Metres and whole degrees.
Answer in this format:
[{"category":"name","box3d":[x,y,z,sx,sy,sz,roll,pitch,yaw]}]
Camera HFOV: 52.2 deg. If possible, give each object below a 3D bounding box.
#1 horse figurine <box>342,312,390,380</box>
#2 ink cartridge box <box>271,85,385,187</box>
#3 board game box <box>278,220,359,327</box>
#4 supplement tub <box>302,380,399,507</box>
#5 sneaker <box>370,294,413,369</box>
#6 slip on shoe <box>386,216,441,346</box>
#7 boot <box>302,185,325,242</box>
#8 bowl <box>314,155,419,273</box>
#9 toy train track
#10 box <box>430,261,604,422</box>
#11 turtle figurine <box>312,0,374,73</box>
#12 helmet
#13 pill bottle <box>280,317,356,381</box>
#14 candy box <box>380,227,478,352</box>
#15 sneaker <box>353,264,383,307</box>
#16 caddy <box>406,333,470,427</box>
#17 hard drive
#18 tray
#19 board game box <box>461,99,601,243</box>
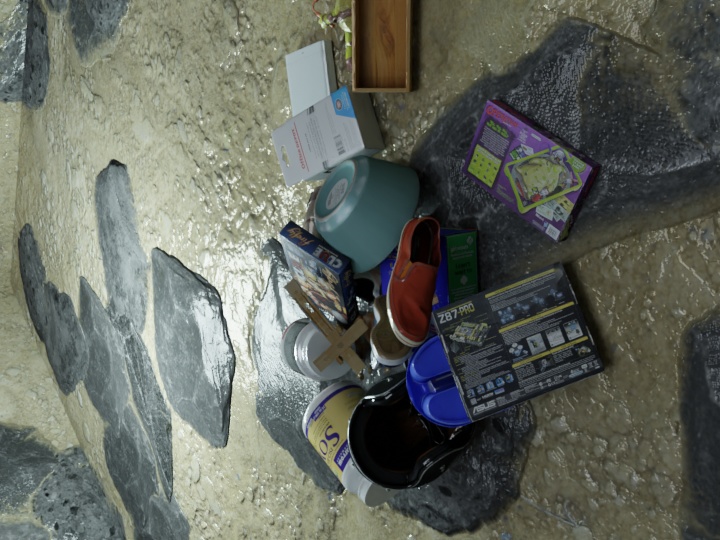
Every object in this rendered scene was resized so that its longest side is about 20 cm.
[{"category":"horse figurine","box3d":[0.015,0.128,1.360,0.200,0.049,0.135,144,127,-66]},{"category":"ink cartridge box","box3d":[-0.062,-0.238,1.333,0.198,0.066,0.118,-20,85,38]},{"category":"board game box","box3d":[-0.070,0.010,1.295,0.134,0.035,0.201,33,158,21]},{"category":"supplement tub","box3d":[-0.003,0.322,1.376,0.200,0.144,0.147,44,130,36]},{"category":"sneaker","box3d":[0.048,0.126,1.149,0.201,0.068,0.111,-88,0,-68]},{"category":"slip on shoe","box3d":[0.083,0.011,1.082,0.061,0.073,0.204,142,141,-63]},{"category":"boot","box3d":[-0.084,-0.076,1.428,0.200,0.069,0.149,136,144,-78]},{"category":"bowl","box3d":[-0.004,-0.110,1.224,0.200,0.104,0.203,-40,33,33]},{"category":"toy train track","box3d":[-0.062,0.097,1.297,0.201,0.114,0.033,50,-179,-4]},{"category":"box","box3d":[0.215,0.099,1.024,0.049,0.197,0.164,57,-168,-81]},{"category":"turtle figurine","box3d":[-0.006,-0.431,1.247,0.197,0.064,0.164,-12,97,39]},{"category":"helmet","box3d":[0.076,0.264,1.216,0.190,0.198,0.202,-43,67,37]},{"category":"pill bottle","box3d":[-0.082,0.151,1.410,0.200,0.112,0.116,174,85,-72]},{"category":"candy box","box3d":[0.112,0.031,1.214,0.168,0.076,0.204,9,107,51]},{"category":"sneaker","box3d":[0.000,0.000,1.345,0.199,0.079,0.075,38,129,41]},{"category":"caddy","box3d":[0.164,0.152,1.100,0.105,0.196,0.144,59,-168,-79]},{"category":"hard drive","box3d":[-0.089,-0.324,1.413,0.131,0.026,0.205,0,99,51]},{"category":"tray","box3d":[0.036,-0.395,1.194,0.097,0.037,0.204,3,105,13]},{"category":"board game box","box3d":[0.237,-0.145,1.052,0.200,0.032,0.122,45,135,34]}]
